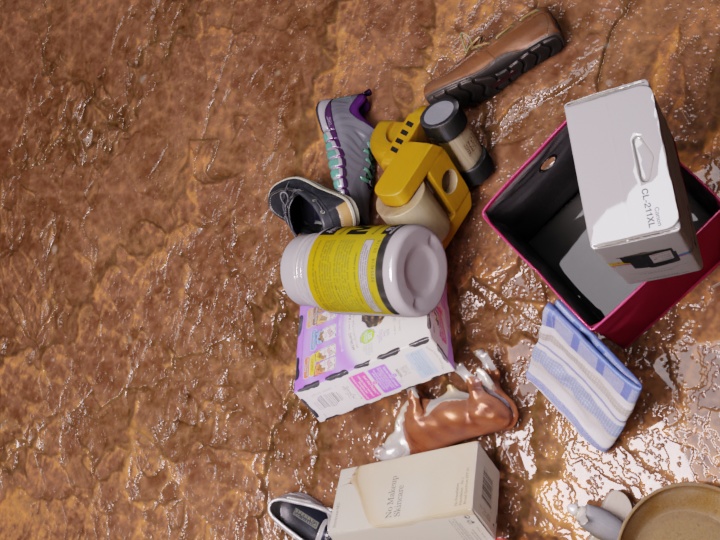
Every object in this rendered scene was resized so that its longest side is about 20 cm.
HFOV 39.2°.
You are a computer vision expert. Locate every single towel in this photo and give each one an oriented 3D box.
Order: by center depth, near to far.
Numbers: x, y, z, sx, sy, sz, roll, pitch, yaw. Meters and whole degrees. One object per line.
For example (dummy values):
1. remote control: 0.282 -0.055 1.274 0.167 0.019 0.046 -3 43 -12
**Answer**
1. towel: 0.257 0.129 1.190 0.024 0.200 0.147 -35 66 -17

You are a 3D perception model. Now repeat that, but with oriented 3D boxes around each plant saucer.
1. plant saucer: 0.377 0.341 1.133 0.199 0.035 0.201 2 66 -5

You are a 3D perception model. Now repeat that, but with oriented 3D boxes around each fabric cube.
1. fabric cube: 0.298 -0.051 1.192 0.196 0.199 0.200 -46 65 12

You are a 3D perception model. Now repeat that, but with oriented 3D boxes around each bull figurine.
1. bull figurine: 0.102 0.184 1.309 0.199 0.065 0.122 -20 91 16

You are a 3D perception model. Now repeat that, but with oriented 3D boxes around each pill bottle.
1. pill bottle: 0.000 0.000 1.277 0.199 0.114 0.115 0 80 41

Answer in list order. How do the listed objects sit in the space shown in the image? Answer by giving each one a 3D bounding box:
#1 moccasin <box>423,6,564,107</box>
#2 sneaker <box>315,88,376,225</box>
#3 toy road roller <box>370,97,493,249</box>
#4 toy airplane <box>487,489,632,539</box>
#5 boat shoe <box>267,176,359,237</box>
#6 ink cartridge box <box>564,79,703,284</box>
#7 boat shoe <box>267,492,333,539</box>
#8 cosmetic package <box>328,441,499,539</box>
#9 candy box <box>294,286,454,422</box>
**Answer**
1. moccasin: 0.173 -0.288 1.367 0.201 0.074 0.078 -33 59 20
2. sneaker: 0.000 -0.161 1.428 0.087 0.074 0.201 -17 76 10
3. toy road roller: 0.071 -0.128 1.344 0.146 0.123 0.201 9 59 42
4. toy airplane: 0.251 0.372 1.166 0.198 0.141 0.201 -20 57 1
5. boat shoe: -0.081 -0.085 1.418 0.200 0.062 0.075 20 127 51
6. ink cartridge box: 0.270 -0.079 0.988 0.082 0.200 0.147 -13 75 22
7. boat shoe: -0.038 0.357 1.349 0.199 0.065 0.074 16 87 27
8. cosmetic package: 0.068 0.291 1.262 0.199 0.073 0.104 -17 38 25
9. candy box: 0.017 0.086 1.327 0.199 0.072 0.168 -23 36 20
